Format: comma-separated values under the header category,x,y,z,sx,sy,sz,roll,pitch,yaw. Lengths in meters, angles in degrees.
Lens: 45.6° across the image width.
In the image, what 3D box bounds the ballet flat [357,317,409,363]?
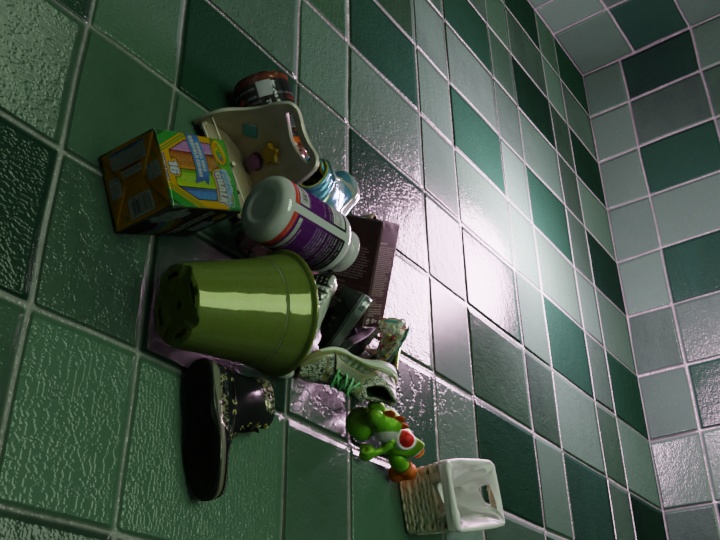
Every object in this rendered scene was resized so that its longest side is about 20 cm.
category,x,y,z,sx,sy,sz,roll,pitch,yaw
ballet flat,0.030,0.160,1.605,0.064,0.200,0.076,21,31,-5

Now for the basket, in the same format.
category,x,y,z,sx,sy,sz,roll,pitch,yaw
basket,0.179,0.449,1.687,0.200,0.123,0.136,18,58,-52

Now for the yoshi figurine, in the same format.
category,x,y,z,sx,sy,sz,roll,pitch,yaw
yoshi figurine,0.038,0.308,1.597,0.112,0.112,0.200,48,-9,49

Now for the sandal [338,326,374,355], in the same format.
category,x,y,z,sx,sy,sz,roll,pitch,yaw
sandal,-0.012,0.127,1.622,0.048,0.075,0.200,37,17,12

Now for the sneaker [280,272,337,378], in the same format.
category,x,y,z,sx,sy,sz,roll,pitch,yaw
sneaker,-0.101,0.092,1.456,0.200,0.075,0.081,-56,137,-15

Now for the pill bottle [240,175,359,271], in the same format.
category,x,y,z,sx,sy,sz,roll,pitch,yaw
pill bottle,-0.093,-0.068,1.414,0.200,0.112,0.113,30,48,-44

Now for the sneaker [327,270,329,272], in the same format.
category,x,y,z,sx,sy,sz,roll,pitch,yaw
sneaker,-0.066,-0.037,1.629,0.200,0.078,0.085,-9,81,-60

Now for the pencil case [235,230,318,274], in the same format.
category,x,y,z,sx,sy,sz,roll,pitch,yaw
pencil case,-0.130,-0.003,1.503,0.200,0.087,0.083,51,-8,-29

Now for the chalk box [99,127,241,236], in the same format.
category,x,y,z,sx,sy,sz,roll,pitch,yaw
chalk box,-0.272,-0.129,1.310,0.200,0.125,0.124,-2,74,-59

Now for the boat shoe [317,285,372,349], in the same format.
category,x,y,z,sx,sy,sz,roll,pitch,yaw
boat shoe,-0.040,0.087,1.513,0.057,0.200,0.069,35,52,-1

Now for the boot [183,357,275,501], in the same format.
category,x,y,z,sx,sy,sz,roll,pitch,yaw
boot,-0.187,0.240,1.278,0.154,0.073,0.204,25,54,-54

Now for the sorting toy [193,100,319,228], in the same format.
category,x,y,z,sx,sy,sz,roll,pitch,yaw
sorting toy,-0.161,-0.201,1.473,0.107,0.180,0.200,-23,93,-59

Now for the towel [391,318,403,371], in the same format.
category,x,y,z,sx,sy,sz,roll,pitch,yaw
towel,0.061,0.173,1.669,0.018,0.086,0.200,18,24,-1

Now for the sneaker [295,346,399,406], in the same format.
category,x,y,z,sx,sy,sz,roll,pitch,yaw
sneaker,-0.015,0.193,1.500,0.200,0.077,0.089,12,27,-20

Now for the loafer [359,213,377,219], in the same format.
category,x,y,z,sx,sy,sz,roll,pitch,yaw
loafer,0.020,-0.022,1.771,0.072,0.063,0.201,10,64,-56

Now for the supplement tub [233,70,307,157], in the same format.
category,x,y,z,sx,sy,sz,roll,pitch,yaw
supplement tub,-0.159,-0.259,1.583,0.107,0.107,0.200,-7,78,-59

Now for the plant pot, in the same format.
category,x,y,z,sx,sy,sz,roll,pitch,yaw
plant pot,-0.198,0.059,1.284,0.190,0.200,0.201,7,66,-42

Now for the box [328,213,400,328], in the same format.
category,x,y,z,sx,sy,sz,roll,pitch,yaw
box,0.000,0.000,1.601,0.075,0.100,0.201,3,98,-57

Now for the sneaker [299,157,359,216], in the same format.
category,x,y,z,sx,sy,sz,roll,pitch,yaw
sneaker,-0.059,-0.166,1.573,0.200,0.079,0.131,-70,150,-55
